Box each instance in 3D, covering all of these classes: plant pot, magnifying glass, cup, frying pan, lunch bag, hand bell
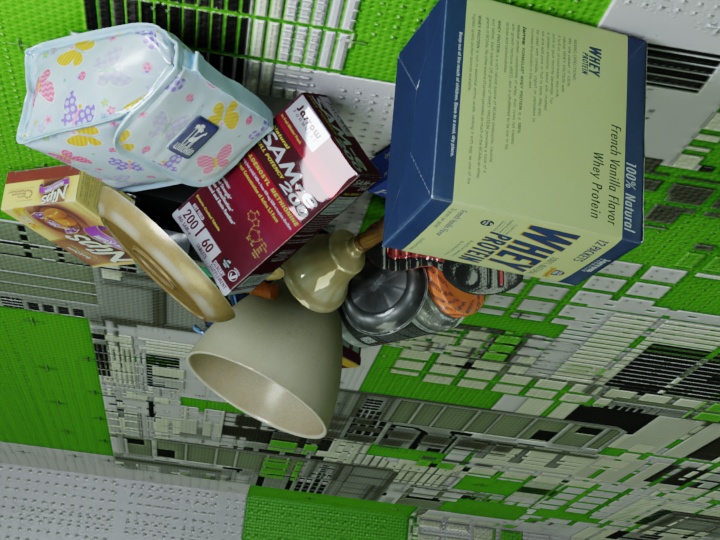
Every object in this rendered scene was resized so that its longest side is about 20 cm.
[{"bbox_3d":[-0.215,-0.010,1.453,0.200,0.028,0.200,41,167,11],"label":"plant pot"},{"bbox_3d":[-0.193,0.007,1.674,0.197,0.023,0.079,11,173,23],"label":"magnifying glass"},{"bbox_3d":[-0.100,0.098,1.695,0.198,0.144,0.201,24,158,10],"label":"cup"},{"bbox_3d":[0.015,-0.007,1.654,0.114,0.192,0.031,-28,147,10],"label":"frying pan"},{"bbox_3d":[-0.208,-0.155,1.318,0.198,0.129,0.169,-8,162,26],"label":"lunch bag"},{"bbox_3d":[0.006,-0.035,1.542,0.103,0.105,0.199,20,145,-34],"label":"hand bell"}]

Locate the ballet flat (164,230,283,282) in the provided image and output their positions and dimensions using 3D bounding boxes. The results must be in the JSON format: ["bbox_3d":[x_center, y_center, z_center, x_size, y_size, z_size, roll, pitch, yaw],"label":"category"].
[{"bbox_3d":[-0.168,-0.041,1.711,0.198,0.074,0.073,21,156,-20],"label":"ballet flat"}]

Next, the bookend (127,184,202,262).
[{"bbox_3d":[-0.178,-0.079,1.560,0.196,0.093,0.200,13,160,-13],"label":"bookend"}]

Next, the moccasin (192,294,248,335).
[{"bbox_3d":[-0.187,0.058,1.796,0.080,0.203,0.068,11,-161,31],"label":"moccasin"}]

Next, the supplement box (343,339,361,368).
[{"bbox_3d":[-0.100,0.068,1.873,0.198,0.133,0.103,-7,158,34],"label":"supplement box"}]

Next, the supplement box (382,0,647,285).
[{"bbox_3d":[0.139,-0.114,1.215,0.197,0.203,0.134,11,161,-15],"label":"supplement box"}]

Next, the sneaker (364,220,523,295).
[{"bbox_3d":[0.106,-0.034,1.592,0.198,0.087,0.075,16,124,20],"label":"sneaker"}]

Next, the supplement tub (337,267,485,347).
[{"bbox_3d":[0.059,0.026,1.724,0.122,0.124,0.199,23,154,-39],"label":"supplement tub"}]

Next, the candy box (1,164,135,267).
[{"bbox_3d":[-0.343,-0.066,1.694,0.115,0.057,0.200,-4,156,24],"label":"candy box"}]

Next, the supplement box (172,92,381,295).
[{"bbox_3d":[-0.088,-0.077,1.382,0.200,0.109,0.061,-41,167,21],"label":"supplement box"}]

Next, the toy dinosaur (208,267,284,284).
[{"bbox_3d":[-0.137,-0.001,1.531,0.100,0.059,0.200,10,161,-9],"label":"toy dinosaur"}]

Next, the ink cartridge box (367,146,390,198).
[{"bbox_3d":[0.116,-0.092,1.506,0.198,0.045,0.094,18,155,-28],"label":"ink cartridge box"}]
